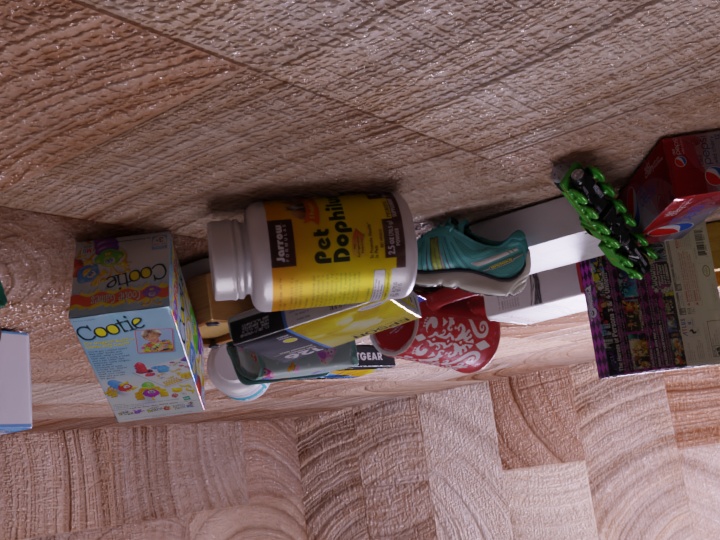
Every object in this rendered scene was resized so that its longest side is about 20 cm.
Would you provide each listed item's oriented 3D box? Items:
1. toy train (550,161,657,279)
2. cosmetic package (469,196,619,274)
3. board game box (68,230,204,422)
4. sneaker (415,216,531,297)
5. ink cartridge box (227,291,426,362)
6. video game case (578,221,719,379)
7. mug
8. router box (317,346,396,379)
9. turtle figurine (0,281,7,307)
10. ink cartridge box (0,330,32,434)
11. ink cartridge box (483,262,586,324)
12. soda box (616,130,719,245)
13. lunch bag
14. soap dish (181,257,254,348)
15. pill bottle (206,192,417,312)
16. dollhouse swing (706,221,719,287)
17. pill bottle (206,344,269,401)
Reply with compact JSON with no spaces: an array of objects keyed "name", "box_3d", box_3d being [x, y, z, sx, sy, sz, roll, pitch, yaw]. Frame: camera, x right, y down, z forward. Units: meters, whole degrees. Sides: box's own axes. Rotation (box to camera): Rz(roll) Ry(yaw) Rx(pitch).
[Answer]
[{"name":"toy train","box_3d":[0.255,-0.053,0.970,0.056,0.042,0.200,34,175,46]},{"name":"cosmetic package","box_3d":[0.223,-0.038,1.134,0.199,0.052,0.150,-16,167,33]},{"name":"board game box","box_3d":[-0.239,0.066,1.014,0.104,0.104,0.201,-7,141,-3]},{"name":"sneaker","box_3d":[0.102,-0.024,1.080,0.198,0.080,0.077,7,-165,19]},{"name":"ink cartridge box","box_3d":[-0.030,0.064,1.131,0.196,0.047,0.200,-20,159,16]},{"name":"video game case","box_3d":[0.380,0.032,1.201,0.180,0.202,0.036,-5,169,-14]},{"name":"mug","box_3d":[0.124,0.074,1.498,0.199,0.179,0.133,11,-165,-45]},{"name":"router box","box_3d":[-0.041,0.209,2.089,0.199,0.052,0.149,5,161,-44]},{"name":"turtle figurine","box_3d":[-0.491,0.050,0.983,0.199,0.101,0.150,-25,180,7]},{"name":"ink cartridge box","box_3d":[-0.609,0.174,1.353,0.199,0.147,0.146,-13,166,26]},{"name":"ink cartridge box","box_3d":[0.294,0.015,1.341,0.199,0.084,0.146,-17,164,34]},{"name":"soda box","box_3d":[0.329,-0.081,0.975,0.069,0.064,0.200,-9,167,0]},{"name":"lunch bag","box_3d":[-0.115,0.115,1.465,0.169,0.123,0.200,-5,176,-22]},{"name":"soap dish","box_3d":[-0.193,0.047,1.192,0.199,0.082,0.157,-18,164,42]},{"name":"pill bottle","box_3d":[-0.050,-0.018,0.920,0.198,0.110,0.109,-6,168,-11]},{"name":"dollhouse swing","box_3d":[0.556,0.029,1.358,0.180,0.177,0.200,-10,167,10]},{"name":"pill bottle","box_3d":[-0.224,0.180,1.707,0.110,0.112,0.200,-7,167,-3]}]
